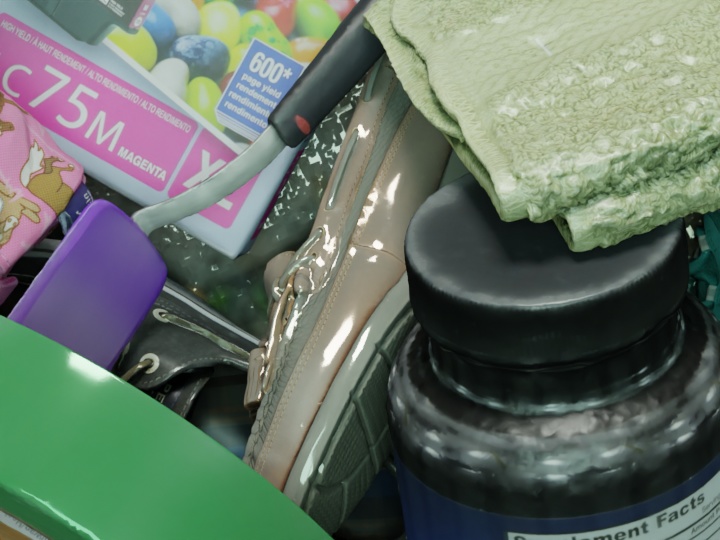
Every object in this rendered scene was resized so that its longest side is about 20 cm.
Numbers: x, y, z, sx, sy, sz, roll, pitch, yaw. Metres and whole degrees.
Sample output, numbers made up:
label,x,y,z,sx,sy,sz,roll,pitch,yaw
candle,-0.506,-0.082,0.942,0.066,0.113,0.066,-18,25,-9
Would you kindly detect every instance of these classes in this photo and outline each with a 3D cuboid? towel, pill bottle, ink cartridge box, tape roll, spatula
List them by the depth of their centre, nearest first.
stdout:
label,x,y,z,sx,sy,sz,roll,pitch,yaw
towel,0.112,-0.077,0.919,0.200,0.148,0.037,-17,128,-13
pill bottle,0.068,0.069,0.930,0.112,0.112,0.200,-6,123,5
tape roll,-0.087,0.083,0.935,0.200,0.200,0.048,33,72,1
spatula,-0.041,-0.036,0.963,0.200,0.057,0.021,-44,51,-5
ink cartridge box,-0.044,-0.119,0.996,0.119,0.042,0.200,30,95,1

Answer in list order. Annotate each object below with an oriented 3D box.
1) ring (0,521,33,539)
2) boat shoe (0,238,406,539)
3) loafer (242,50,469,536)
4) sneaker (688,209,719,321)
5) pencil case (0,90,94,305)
label,x,y,z,sx,sy,sz,roll,pitch,yaw
ring,-0.092,0.125,0.946,0.200,0.200,0.019,33,72,1
boat shoe,-0.062,0.043,1.002,0.200,0.057,0.069,22,97,2
loafer,0.000,0.000,0.968,0.063,0.072,0.200,21,66,18
sneaker,0.133,0.025,0.980,0.080,0.078,0.200,-21,93,16
pencil case,-0.177,-0.069,0.938,0.200,0.087,0.083,48,58,-20
